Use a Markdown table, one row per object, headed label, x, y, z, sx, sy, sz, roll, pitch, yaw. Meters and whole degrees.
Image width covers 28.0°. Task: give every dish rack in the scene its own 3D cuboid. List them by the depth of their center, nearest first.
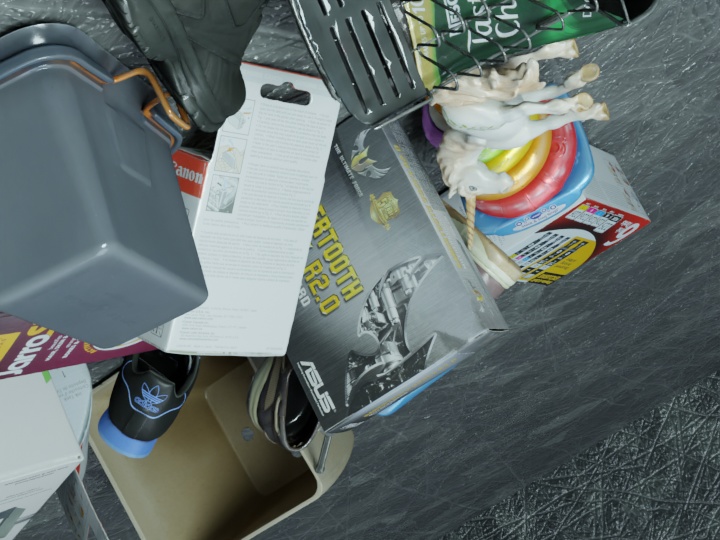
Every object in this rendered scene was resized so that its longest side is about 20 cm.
| label | x | y | z | sx | sy | sz | roll | pitch | yaw |
| --- | --- | --- | --- | --- | --- | --- | --- | --- | --- |
| dish rack | 0.056 | -0.174 | 0.794 | 0.199 | 0.154 | 0.055 | -30 | -157 | -12 |

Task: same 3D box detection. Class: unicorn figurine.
| label | x | y | z | sx | sy | sz | roll | pitch | yaw |
| --- | --- | --- | --- | --- | --- | --- | --- | --- | --- |
| unicorn figurine | 0.101 | -0.104 | 1.004 | 0.137 | 0.074 | 0.200 | -16 | 151 | 19 |

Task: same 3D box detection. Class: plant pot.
| label | x | y | z | sx | sy | sz | roll | pitch | yaw |
| --- | --- | --- | --- | --- | --- | --- | --- | --- | --- |
| plant pot | -0.121 | 0.158 | 1.416 | 0.200 | 0.200 | 0.177 | -34 | 171 | 22 |

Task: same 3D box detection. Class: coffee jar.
| label | x | y | z | sx | sy | sz | roll | pitch | yaw |
| --- | --- | --- | --- | --- | --- | --- | --- | --- | --- |
| coffee jar | 0.068 | -0.173 | 0.877 | 0.199 | 0.105 | 0.085 | -22 | -154 | -14 |

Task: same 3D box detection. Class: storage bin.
| label | x | y | z | sx | sy | sz | roll | pitch | yaw |
| --- | --- | --- | --- | --- | --- | --- | --- | --- | --- |
| storage bin | -0.163 | -0.041 | 0.869 | 0.145 | 0.135 | 0.200 | -25 | 164 | 9 |

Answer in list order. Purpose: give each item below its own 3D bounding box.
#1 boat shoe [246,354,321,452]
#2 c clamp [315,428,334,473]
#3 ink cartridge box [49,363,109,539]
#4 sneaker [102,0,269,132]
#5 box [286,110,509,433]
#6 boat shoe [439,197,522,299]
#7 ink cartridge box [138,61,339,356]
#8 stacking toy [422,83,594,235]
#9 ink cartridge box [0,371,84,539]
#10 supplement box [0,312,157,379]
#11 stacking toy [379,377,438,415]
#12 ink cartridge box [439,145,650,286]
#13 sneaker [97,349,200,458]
| label | x | y | z | sx | sy | sz | roll | pitch | yaw |
| --- | --- | --- | --- | --- | --- | --- | --- | --- | --- |
| boat shoe | -0.033 | 0.061 | 1.193 | 0.074 | 0.073 | 0.201 | 1 | 117 | -32 |
| c clamp | 0.008 | 0.059 | 1.273 | 0.171 | 0.027 | 0.201 | 109 | 7 | -55 |
| ink cartridge box | -0.230 | 0.142 | 1.180 | 0.050 | 0.201 | 0.162 | -23 | 163 | -21 |
| sneaker | -0.085 | -0.143 | 0.814 | 0.091 | 0.076 | 0.200 | -35 | 166 | -2 |
| box | 0.000 | 0.000 | 1.107 | 0.158 | 0.201 | 0.048 | -33 | 163 | 23 |
| boat shoe | 0.057 | -0.021 | 1.172 | 0.065 | 0.200 | 0.072 | -47 | 125 | -1 |
| ink cartridge box | -0.085 | -0.043 | 1.001 | 0.109 | 0.050 | 0.201 | 5 | 101 | -45 |
| stacking toy | 0.089 | -0.116 | 1.108 | 0.116 | 0.110 | 0.200 | -26 | 148 | 20 |
| ink cartridge box | -0.313 | 0.134 | 1.137 | 0.084 | 0.146 | 0.200 | -12 | 158 | -40 |
| supplement box | -0.207 | 0.009 | 1.035 | 0.199 | 0.086 | 0.110 | -10 | 156 | -41 |
| stacking toy | 0.034 | 0.087 | 1.557 | 0.116 | 0.110 | 0.200 | -36 | 174 | -4 |
| ink cartridge box | 0.160 | -0.045 | 1.389 | 0.175 | 0.084 | 0.200 | -34 | 161 | 23 |
| sneaker | -0.159 | 0.070 | 1.183 | 0.078 | 0.070 | 0.200 | -54 | -165 | 25 |
